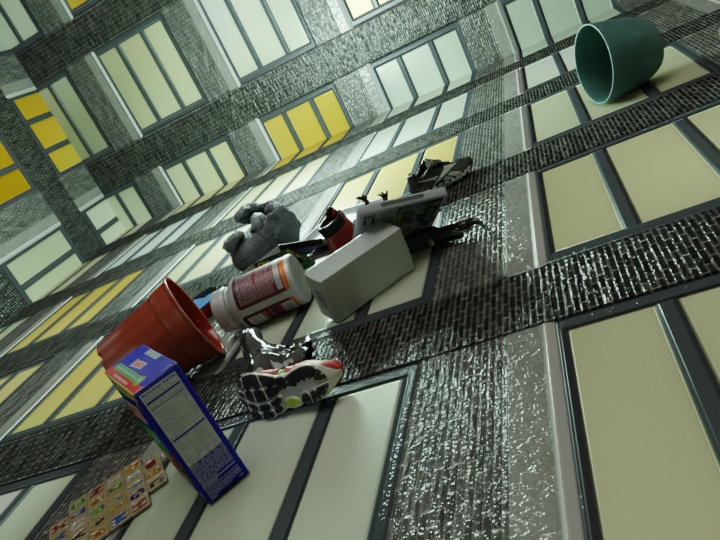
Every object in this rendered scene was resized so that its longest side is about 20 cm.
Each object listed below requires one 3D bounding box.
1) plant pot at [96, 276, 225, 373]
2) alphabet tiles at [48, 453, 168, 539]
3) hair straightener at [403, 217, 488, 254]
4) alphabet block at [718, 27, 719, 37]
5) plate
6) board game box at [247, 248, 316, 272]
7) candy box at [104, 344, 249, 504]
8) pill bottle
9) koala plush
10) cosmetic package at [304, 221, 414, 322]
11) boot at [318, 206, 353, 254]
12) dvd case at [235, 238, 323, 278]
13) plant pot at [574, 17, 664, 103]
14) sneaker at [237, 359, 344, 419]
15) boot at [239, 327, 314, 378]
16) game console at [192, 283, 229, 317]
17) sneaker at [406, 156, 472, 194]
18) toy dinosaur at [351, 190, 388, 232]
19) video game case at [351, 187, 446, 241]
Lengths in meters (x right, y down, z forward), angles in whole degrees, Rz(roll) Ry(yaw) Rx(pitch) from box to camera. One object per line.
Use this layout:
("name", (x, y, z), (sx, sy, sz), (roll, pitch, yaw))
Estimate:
("plant pot", (-0.418, 0.152, 1.354), (0.195, 0.201, 0.201), (-38, 20, -5))
("alphabet tiles", (-0.397, 0.369, 1.029), (0.199, 0.006, 0.166), (-33, 20, -15))
("hair straightener", (0.165, -0.064, 1.342), (0.199, 0.041, 0.077), (-11, 25, 29))
("alphabet block", (0.693, -0.311, 1.026), (0.195, 0.196, 0.200), (-16, 21, 33))
("plate", (-0.045, -0.120, 1.755), (0.199, 0.032, 0.200), (-12, 25, 40))
("board game box", (-0.180, -0.012, 1.539), (0.104, 0.024, 0.200), (-26, -10, 9))
("candy box", (-0.268, 0.217, 0.948), (0.077, 0.201, 0.169), (-36, 21, -25))
("pill bottle", (-0.217, 0.053, 1.423), (0.199, 0.115, 0.114), (-23, 20, 11))
("koala plush", (-0.268, -0.072, 1.714), (0.183, 0.178, 0.200), (-10, 28, 41))
("cosmetic package", (0.000, 0.000, 1.279), (0.199, 0.102, 0.074), (-34, 31, -21))
("boot", (-0.009, -0.103, 1.497), (0.072, 0.145, 0.200), (-8, 26, 47))
("dvd case", (-0.197, -0.022, 1.571), (0.142, 0.018, 0.199), (-14, -14, -48))
("plant pot", (0.664, -0.545, 1.663), (0.160, 0.202, 0.201), (-17, 19, -2))
("sneaker", (-0.109, 0.185, 1.048), (0.199, 0.078, 0.085), (-14, 3, 32))
("boot", (-0.147, 0.148, 1.189), (0.131, 0.070, 0.200), (-21, 27, -2))
("game console", (-0.434, 0.100, 1.718), (0.176, 0.031, 0.200), (-4, 30, 49))
("sneaker", (0.201, -0.257, 1.684), (0.199, 0.091, 0.066), (-32, 21, -12))
("toy dinosaur", (0.037, -0.132, 1.483), (0.199, 0.089, 0.047), (-12, -4, -43))
("video game case", (0.075, -0.107, 1.364), (0.181, 0.022, 0.200), (-14, -15, -8))
